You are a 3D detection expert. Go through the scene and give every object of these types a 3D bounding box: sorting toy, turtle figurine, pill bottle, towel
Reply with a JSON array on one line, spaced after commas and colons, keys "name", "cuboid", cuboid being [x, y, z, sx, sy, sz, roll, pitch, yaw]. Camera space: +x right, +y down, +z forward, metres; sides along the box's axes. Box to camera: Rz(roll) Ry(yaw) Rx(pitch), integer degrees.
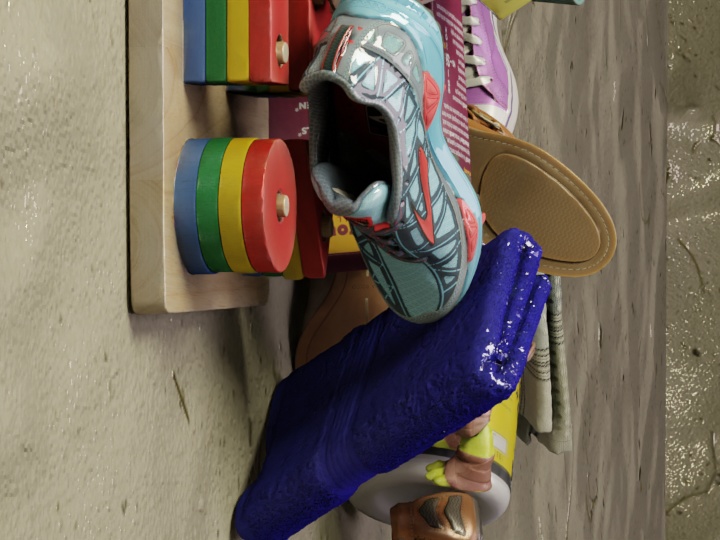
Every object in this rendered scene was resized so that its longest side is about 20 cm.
[{"name": "sorting toy", "cuboid": [-0.059, -0.078, 1.415, 0.200, 0.070, 0.199, -4, 93, -77]}, {"name": "turtle figurine", "cuboid": [0.071, 0.043, 1.652, 0.200, 0.064, 0.161, -120, -147, -58]}, {"name": "pill bottle", "cuboid": [0.052, 0.065, 1.794, 0.112, 0.112, 0.200, 66, 28, -60]}, {"name": "towel", "cuboid": [0.089, 0.018, 1.932, 0.193, 0.035, 0.200, 38, -39, 53]}, {"name": "towel", "cuboid": [0.022, 0.071, 1.514, 0.050, 0.200, 0.148, 43, 34, -19]}]

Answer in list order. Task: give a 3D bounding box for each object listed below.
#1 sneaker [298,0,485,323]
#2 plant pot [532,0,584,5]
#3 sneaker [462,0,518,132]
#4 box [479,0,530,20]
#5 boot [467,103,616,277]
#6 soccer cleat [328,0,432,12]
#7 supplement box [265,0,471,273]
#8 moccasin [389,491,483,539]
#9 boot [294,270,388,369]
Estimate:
[{"name": "sneaker", "cuboid": [0.004, -0.046, 1.416, 0.096, 0.079, 0.200, -52, 138, -45]}, {"name": "plant pot", "cuboid": [0.061, -0.268, 1.726, 0.201, 0.161, 0.201, -1, 90, -77]}, {"name": "sneaker", "cuboid": [0.063, -0.183, 1.956, 0.114, 0.073, 0.201, 51, 30, -64]}, {"name": "box", "cuboid": [0.045, -0.240, 1.502, 0.075, 0.050, 0.200, 32, 29, -58]}, {"name": "boot", "cuboid": [0.092, -0.069, 1.801, 0.074, 0.200, 0.155, -59, 173, 12]}, {"name": "soccer cleat", "cuboid": [0.014, -0.237, 1.434, 0.068, 0.073, 0.200, 20, 68, -75]}, {"name": "supplement box", "cuboid": [0.001, -0.103, 1.554, 0.086, 0.110, 0.200, 18, 68, -75]}, {"name": "moccasin", "cuboid": [0.026, 0.220, 1.761, 0.201, 0.078, 0.074, 105, -15, -53]}, {"name": "boot", "cuboid": [0.000, 0.000, 1.690, 0.146, 0.070, 0.200, -90, -172, -68]}]
